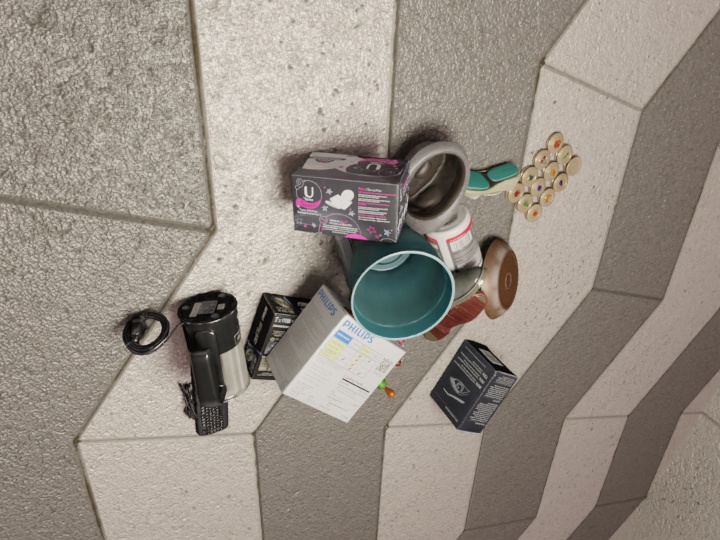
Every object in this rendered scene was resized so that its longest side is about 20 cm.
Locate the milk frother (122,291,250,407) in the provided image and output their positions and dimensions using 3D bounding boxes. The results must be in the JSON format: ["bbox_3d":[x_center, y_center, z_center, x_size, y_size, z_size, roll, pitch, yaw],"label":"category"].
[{"bbox_3d":[-0.335,0.163,1.118,0.196,0.181,0.191,4,118,14],"label":"milk frother"}]

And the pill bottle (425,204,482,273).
[{"bbox_3d":[0.220,-0.047,1.320,0.110,0.111,0.202,-32,129,-8],"label":"pill bottle"}]

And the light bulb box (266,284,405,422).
[{"bbox_3d":[-0.051,0.174,1.175,0.197,0.125,0.201,35,98,-38],"label":"light bulb box"}]

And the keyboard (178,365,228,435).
[{"bbox_3d":[-0.338,0.292,1.250,0.102,0.040,0.203,-11,122,-25],"label":"keyboard"}]

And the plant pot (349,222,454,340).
[{"bbox_3d":[0.066,-0.001,1.124,0.196,0.189,0.203,-5,124,-7],"label":"plant pot"}]

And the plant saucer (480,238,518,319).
[{"bbox_3d":[0.354,0.023,1.419,0.199,0.036,0.205,-12,104,-54],"label":"plant saucer"}]

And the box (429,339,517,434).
[{"bbox_3d":[0.308,0.320,1.567,0.103,0.148,0.202,19,109,-37],"label":"box"}]

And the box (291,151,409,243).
[{"bbox_3d":[-0.015,-0.142,1.060,0.196,0.133,0.117,8,122,11],"label":"box"}]

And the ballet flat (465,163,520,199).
[{"bbox_3d":[0.280,-0.194,1.302,0.197,0.070,0.071,-13,124,-24],"label":"ballet flat"}]

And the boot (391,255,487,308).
[{"bbox_3d":[0.155,-0.001,1.265,0.199,0.073,0.182,38,129,-11],"label":"boot"}]

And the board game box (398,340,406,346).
[{"bbox_3d":[0.081,0.150,1.353,0.156,0.039,0.200,-28,146,12],"label":"board game box"}]

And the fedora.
[{"bbox_3d":[0.137,-0.188,1.200,0.174,0.091,0.203,3,123,-29],"label":"fedora"}]

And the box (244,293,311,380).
[{"bbox_3d":[-0.137,0.151,1.250,0.197,0.086,0.166,9,113,-33],"label":"box"}]

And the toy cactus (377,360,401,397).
[{"bbox_3d":[0.031,0.230,1.308,0.198,0.102,0.167,-15,138,-40],"label":"toy cactus"}]

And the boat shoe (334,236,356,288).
[{"bbox_3d":[0.000,0.000,1.248,0.061,0.072,0.203,-24,124,-11],"label":"boat shoe"}]

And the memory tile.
[{"bbox_3d":[0.455,-0.226,1.408,0.153,0.017,0.201,34,98,-39],"label":"memory tile"}]

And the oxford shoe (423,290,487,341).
[{"bbox_3d":[0.226,0.094,1.391,0.070,0.076,0.199,36,128,-24],"label":"oxford shoe"}]
